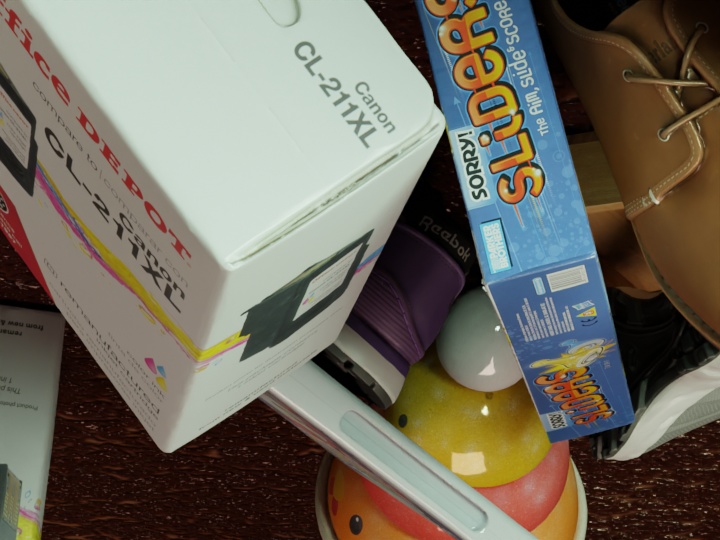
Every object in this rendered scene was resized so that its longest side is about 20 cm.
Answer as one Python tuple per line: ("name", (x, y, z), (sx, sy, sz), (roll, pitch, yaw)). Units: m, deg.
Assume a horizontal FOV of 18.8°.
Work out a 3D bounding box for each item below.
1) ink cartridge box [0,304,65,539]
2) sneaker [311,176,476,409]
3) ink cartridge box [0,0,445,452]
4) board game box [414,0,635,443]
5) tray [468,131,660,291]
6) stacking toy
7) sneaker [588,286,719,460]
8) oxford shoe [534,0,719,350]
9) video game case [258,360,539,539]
("ink cartridge box", (-0.210, 0.133, 1.148), (0.083, 0.202, 0.145), (8, 160, -8))
("sneaker", (0.000, 0.000, 0.929), (0.076, 0.088, 0.200), (41, 173, -18))
("ink cartridge box", (-0.064, -0.044, 0.699), (0.083, 0.146, 0.200), (-34, 169, -19))
("board game box", (0.053, -0.032, 0.717), (0.034, 0.136, 0.200), (-15, 160, 6))
("tray", (0.135, -0.007, 0.934), (0.098, 0.037, 0.200), (-7, 158, 29))
("stacking toy", (0.054, 0.072, 1.091), (0.145, 0.147, 0.201), (5, 141, -1))
("sneaker", (0.146, 0.032, 0.886), (0.079, 0.075, 0.200), (5, 160, -17))
("oxford shoe", (0.099, -0.042, 0.638), (0.071, 0.201, 0.071), (-35, 146, 5))
("video game case", (-0.022, 0.059, 0.961), (0.182, 0.023, 0.200), (40, 174, -29))
